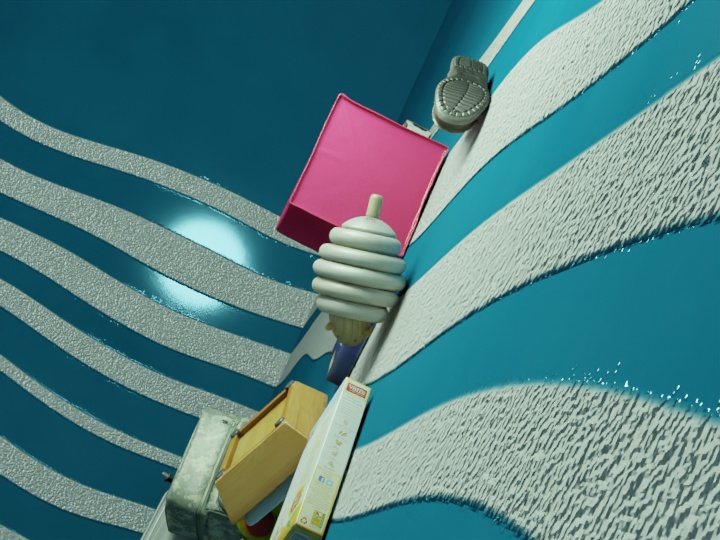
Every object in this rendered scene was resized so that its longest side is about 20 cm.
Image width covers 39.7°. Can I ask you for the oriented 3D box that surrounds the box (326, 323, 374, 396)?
[{"bbox_3d":[-0.007,0.093,1.507,0.121,0.032,0.201,-79,14,-73],"label":"box"}]

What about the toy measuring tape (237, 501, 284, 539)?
[{"bbox_3d":[-0.130,0.320,1.439,0.074,0.073,0.202,-108,43,-84],"label":"toy measuring tape"}]

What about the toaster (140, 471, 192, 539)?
[{"bbox_3d":[-0.285,0.460,1.698,0.119,0.199,0.181,-61,3,-30],"label":"toaster"}]

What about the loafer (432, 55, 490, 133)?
[{"bbox_3d":[0.140,-0.229,1.372,0.200,0.072,0.072,-62,-10,-56],"label":"loafer"}]

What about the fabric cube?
[{"bbox_3d":[-0.002,-0.128,1.590,0.201,0.195,0.199,-65,4,-14],"label":"fabric cube"}]

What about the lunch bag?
[{"bbox_3d":[-0.201,0.335,1.590,0.140,0.166,0.201,102,-174,-50],"label":"lunch bag"}]

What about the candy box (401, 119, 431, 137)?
[{"bbox_3d":[0.067,-0.194,2.026,0.136,0.061,0.202,156,138,-83],"label":"candy box"}]

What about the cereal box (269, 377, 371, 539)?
[{"bbox_3d":[-0.051,0.239,1.140,0.144,0.039,0.201,-60,6,49],"label":"cereal box"}]

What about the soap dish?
[{"bbox_3d":[-0.117,0.242,1.360,0.157,0.081,0.200,-42,8,9],"label":"soap dish"}]

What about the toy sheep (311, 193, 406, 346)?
[{"bbox_3d":[0.000,0.000,1.305,0.138,0.136,0.202,-151,68,-86],"label":"toy sheep"}]
